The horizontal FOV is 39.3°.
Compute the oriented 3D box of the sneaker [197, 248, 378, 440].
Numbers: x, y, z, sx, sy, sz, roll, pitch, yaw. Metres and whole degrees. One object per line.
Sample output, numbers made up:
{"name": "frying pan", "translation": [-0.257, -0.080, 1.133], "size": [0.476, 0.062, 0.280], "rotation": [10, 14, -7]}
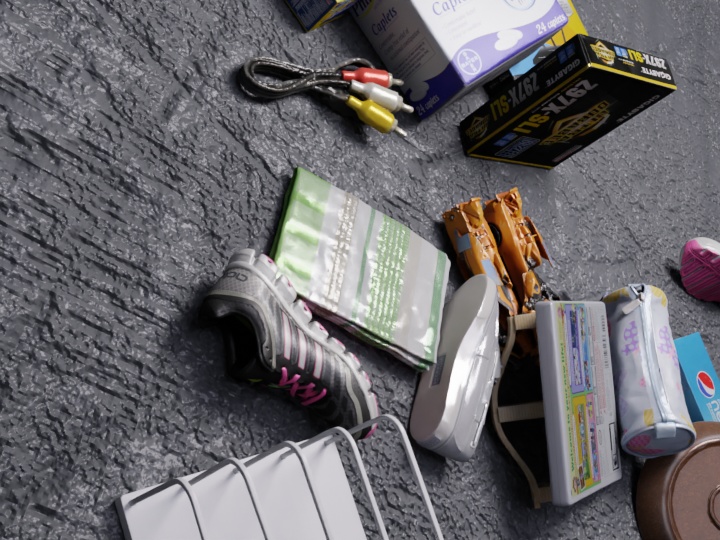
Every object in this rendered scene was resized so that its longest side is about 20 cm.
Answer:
{"name": "sneaker", "translation": [-0.068, 0.081, 0.876], "size": [0.200, 0.074, 0.087], "rotation": [52, 52, -8]}

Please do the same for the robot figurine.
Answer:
{"name": "robot figurine", "translation": [0.170, 0.013, 1.117], "size": [0.145, 0.058, 0.200], "rotation": [-17, 80, -42]}

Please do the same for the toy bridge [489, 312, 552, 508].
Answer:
{"name": "toy bridge", "translation": [0.170, 0.146, 1.046], "size": [0.067, 0.027, 0.200], "rotation": [-7, 86, -1]}

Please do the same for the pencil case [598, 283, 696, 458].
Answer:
{"name": "pencil case", "translation": [0.329, 0.114, 1.162], "size": [0.083, 0.091, 0.200], "rotation": [6, 55, -10]}

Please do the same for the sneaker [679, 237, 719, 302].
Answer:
{"name": "sneaker", "translation": [0.507, -0.002, 1.400], "size": [0.200, 0.081, 0.088], "rotation": [31, 50, -35]}

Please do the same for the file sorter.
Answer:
{"name": "file sorter", "translation": [-0.058, 0.203, 0.771], "size": [0.200, 0.124, 0.139], "rotation": [-11, 75, -36]}

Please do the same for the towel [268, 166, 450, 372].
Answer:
{"name": "towel", "translation": [0.000, 0.000, 1.008], "size": [0.200, 0.031, 0.149], "rotation": [30, 50, -23]}

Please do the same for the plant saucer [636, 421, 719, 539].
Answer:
{"name": "plant saucer", "translation": [0.413, 0.270, 1.142], "size": [0.200, 0.034, 0.201], "rotation": [3, 75, -10]}

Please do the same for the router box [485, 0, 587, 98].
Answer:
{"name": "router box", "translation": [0.226, -0.290, 1.321], "size": [0.200, 0.051, 0.149], "rotation": [-21, 83, -42]}

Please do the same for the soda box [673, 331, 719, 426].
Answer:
{"name": "soda box", "translation": [0.409, 0.182, 1.226], "size": [0.068, 0.064, 0.200], "rotation": [-10, 76, -42]}

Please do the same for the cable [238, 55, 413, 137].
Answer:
{"name": "cable", "translation": [-0.033, -0.204, 1.062], "size": [0.200, 0.050, 0.097], "rotation": [15, 59, -35]}

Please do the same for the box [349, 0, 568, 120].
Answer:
{"name": "box", "translation": [0.103, -0.311, 1.160], "size": [0.184, 0.105, 0.200], "rotation": [-35, 91, -28]}

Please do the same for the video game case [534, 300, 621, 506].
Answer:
{"name": "video game case", "translation": [0.231, 0.132, 1.062], "size": [0.182, 0.022, 0.200], "rotation": [3, 81, -60]}

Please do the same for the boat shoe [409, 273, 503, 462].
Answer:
{"name": "boat shoe", "translation": [0.111, 0.097, 1.016], "size": [0.068, 0.072, 0.200], "rotation": [37, 49, -25]}

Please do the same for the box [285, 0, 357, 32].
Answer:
{"name": "box", "translation": [-0.079, -0.366, 1.097], "size": [0.200, 0.064, 0.070], "rotation": [55, 46, -4]}

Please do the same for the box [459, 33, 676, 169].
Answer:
{"name": "box", "translation": [0.239, -0.191, 1.180], "size": [0.159, 0.200, 0.049], "rotation": [5, 64, -39]}
